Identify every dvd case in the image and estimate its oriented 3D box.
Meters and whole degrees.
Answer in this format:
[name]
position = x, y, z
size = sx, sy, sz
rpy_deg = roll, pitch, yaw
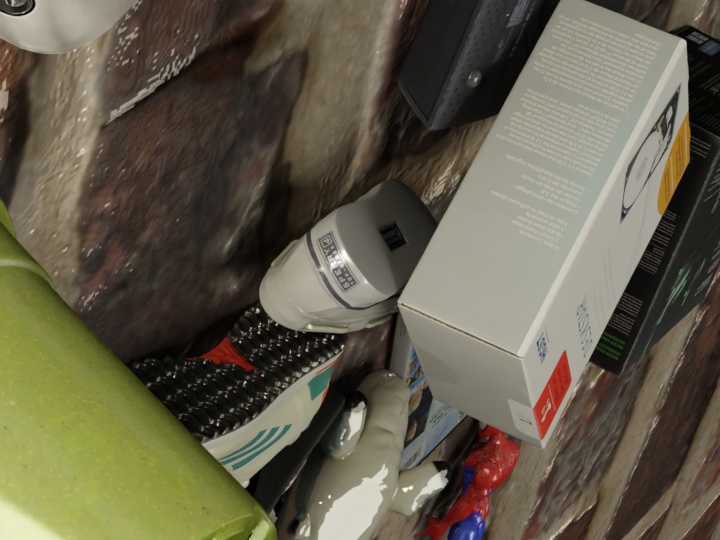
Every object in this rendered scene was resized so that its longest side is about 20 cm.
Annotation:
[dvd case]
position = 0.064, 0.047, 1.452
size = 0.143, 0.018, 0.200
rpy_deg = -42, 154, -34

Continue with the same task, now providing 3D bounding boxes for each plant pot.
[plant pot]
position = -0.141, 0.094, 0.842
size = 0.200, 0.190, 0.200
rpy_deg = -44, 156, -26

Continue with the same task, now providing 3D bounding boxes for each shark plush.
[shark plush]
position = -0.024, 0.154, 1.340
size = 0.091, 0.083, 0.200
rpy_deg = 27, 91, -29

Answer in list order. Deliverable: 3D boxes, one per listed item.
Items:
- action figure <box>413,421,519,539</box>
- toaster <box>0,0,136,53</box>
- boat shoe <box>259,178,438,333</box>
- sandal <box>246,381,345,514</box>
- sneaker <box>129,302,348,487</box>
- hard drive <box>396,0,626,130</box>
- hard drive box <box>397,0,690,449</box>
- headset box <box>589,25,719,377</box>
[action figure]
position = 0.081, 0.189, 1.653
size = 0.065, 0.052, 0.201
rpy_deg = -33, 145, -56
[toaster]
position = -0.094, -0.186, 0.637
size = 0.200, 0.119, 0.181
rpy_deg = -50, 159, -16
[boat shoe]
position = 0.000, 0.000, 1.185
size = 0.066, 0.072, 0.200
rpy_deg = -30, 180, 18
[sandal]
position = -0.076, 0.124, 1.222
size = 0.075, 0.048, 0.201
rpy_deg = -44, -173, 42
[sneaker]
position = -0.079, 0.088, 1.129
size = 0.200, 0.070, 0.094
rpy_deg = -30, 141, -54
[hard drive]
position = 0.096, -0.154, 1.197
size = 0.200, 0.042, 0.135
rpy_deg = -25, 143, -54
[hard drive box]
position = 0.106, -0.024, 1.199
size = 0.200, 0.077, 0.156
rpy_deg = -61, 162, -14
[headset box]
position = 0.200, -0.044, 1.482
size = 0.174, 0.093, 0.201
rpy_deg = -33, 148, -56
